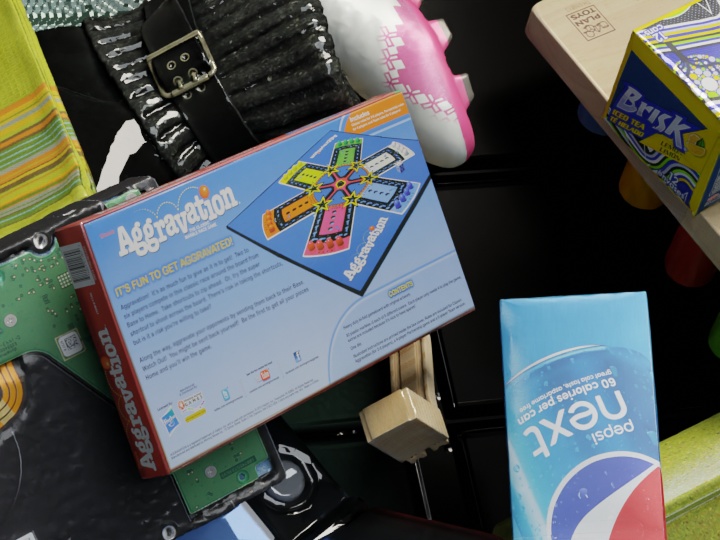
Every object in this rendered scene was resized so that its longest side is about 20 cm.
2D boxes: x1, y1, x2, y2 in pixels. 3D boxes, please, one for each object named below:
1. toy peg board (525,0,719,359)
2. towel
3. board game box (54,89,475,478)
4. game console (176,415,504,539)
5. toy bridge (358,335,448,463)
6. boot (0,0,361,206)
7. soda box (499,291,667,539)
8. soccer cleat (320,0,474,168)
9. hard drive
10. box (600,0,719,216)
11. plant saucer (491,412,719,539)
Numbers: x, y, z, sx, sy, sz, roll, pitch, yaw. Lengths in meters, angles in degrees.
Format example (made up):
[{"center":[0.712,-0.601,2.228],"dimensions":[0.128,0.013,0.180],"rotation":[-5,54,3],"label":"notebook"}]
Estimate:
[{"center":[0.206,-0.061,1.239],"dimensions":[0.200,0.098,0.199],"rotation":[-22,60,-27],"label":"toy peg board"},{"center":[-0.178,-0.081,1.085],"dimensions":[0.086,0.018,0.200],"rotation":[-25,54,0],"label":"towel"},{"center":[-0.033,0.001,1.024],"dimensions":[0.200,0.019,0.103],"rotation":[-26,101,-47],"label":"board game box"},{"center":[-0.074,0.121,1.031],"dimensions":[0.200,0.119,0.172],"rotation":[-36,83,-29],"label":"game console"},{"center":[0.000,0.000,1.141],"dimensions":[0.067,0.027,0.200],"rotation":[35,28,-52],"label":"toy bridge"},{"center":[-0.072,-0.040,1.094],"dimensions":[0.158,0.079,0.211],"rotation":[-13,66,-5],"label":"boot"},{"center":[0.095,0.114,1.045],"dimensions":[0.064,0.068,0.200],"rotation":[-4,77,3],"label":"soda box"},{"center":[-0.019,-0.124,1.197],"dimensions":[0.086,0.070,0.200],"rotation":[-26,75,-11],"label":"soccer cleat"},{"center":[-0.143,0.064,0.992],"dimensions":[0.200,0.038,0.140],"rotation":[-28,103,-20],"label":"hard drive"},{"center":[0.212,-0.105,1.172],"dimensions":[0.200,0.064,0.070],"rotation":[-27,63,-29],"label":"box"},{"center":[0.186,0.159,1.125],"dimensions":[0.200,0.048,0.200],"rotation":[-22,75,-37],"label":"plant saucer"}]
